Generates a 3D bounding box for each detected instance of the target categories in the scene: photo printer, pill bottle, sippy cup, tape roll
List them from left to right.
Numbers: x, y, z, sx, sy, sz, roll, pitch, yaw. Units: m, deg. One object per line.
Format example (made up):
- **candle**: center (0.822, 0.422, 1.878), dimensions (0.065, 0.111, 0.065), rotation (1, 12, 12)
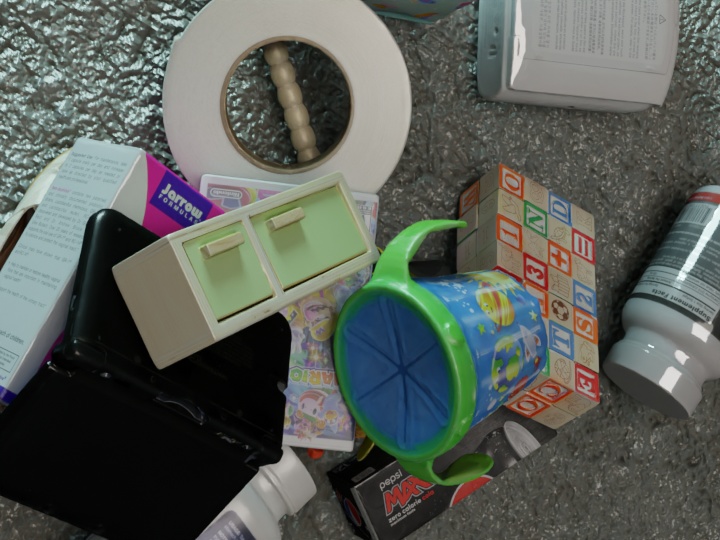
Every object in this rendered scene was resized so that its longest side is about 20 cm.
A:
- **pill bottle**: center (-0.134, 0.212, 1.039), dimensions (0.200, 0.111, 0.112), rotation (-40, 108, -17)
- **tape roll**: center (-0.059, -0.133, 1.042), dimensions (0.200, 0.037, 0.206), rotation (-1, 103, -4)
- **sippy cup**: center (0.070, 0.060, 0.997), dimensions (0.129, 0.140, 0.179), rotation (-18, 141, -40)
- **photo printer**: center (0.205, -0.231, 1.196), dimensions (0.198, 0.069, 0.169), rotation (1, 92, -25)
- **pill bottle**: center (0.318, 0.031, 1.238), dimensions (0.116, 0.116, 0.201), rotation (38, 78, -21)

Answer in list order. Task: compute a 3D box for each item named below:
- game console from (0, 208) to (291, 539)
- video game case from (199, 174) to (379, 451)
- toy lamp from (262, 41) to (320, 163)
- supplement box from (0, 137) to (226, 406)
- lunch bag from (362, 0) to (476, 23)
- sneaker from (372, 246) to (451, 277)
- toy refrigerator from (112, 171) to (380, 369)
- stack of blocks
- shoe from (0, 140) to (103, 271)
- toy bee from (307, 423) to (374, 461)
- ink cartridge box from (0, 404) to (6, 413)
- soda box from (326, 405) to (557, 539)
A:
- **game console**: center (-0.158, 0.085, 0.931), dimensions (0.199, 0.116, 0.178), rotation (34, 47, -40)
- **video game case**: center (-0.065, 0.033, 1.025), dimensions (0.141, 0.018, 0.203), rotation (6, 87, -6)
- **toy lamp**: center (-0.058, -0.140, 1.086), dimensions (0.058, 0.058, 0.202), rotation (-23, 101, -22)
- **supplement box**: center (-0.198, 0.016, 0.960), dimensions (0.101, 0.103, 0.202), rotation (36, 75, -38)
- **lunch bag**: center (0.012, -0.281, 1.049), dimensions (0.198, 0.170, 0.124), rotation (9, 83, -23)
- **sneaker**: center (0.000, 0.000, 1.097), dimensions (0.198, 0.074, 0.086), rotation (-8, 97, -38)
- **toy refrigerator**: center (-0.072, -0.006, 0.920), dimensions (0.199, 0.070, 0.077), rotation (-25, 90, -52)
- **stack of blocks**: center (0.144, 0.020, 1.133), dimensions (0.114, 0.058, 0.202), rotation (26, 49, -25)
- **shoe**: center (-0.246, -0.015, 1.006), dimensions (0.070, 0.053, 0.201), rotation (39, 77, -21)
- **toy bee**: center (-0.005, 0.110, 1.110), dimensions (0.131, 0.198, 0.110), rotation (-35, 142, -53)
- **ink cartridge box**: center (-0.249, 0.108, 1.022), dimensions (0.198, 0.037, 0.096), rotation (-18, 99, -21)
- **soda box**: center (0.074, 0.162, 1.160), dimensions (0.199, 0.063, 0.071), rotation (-30, 104, -20)
